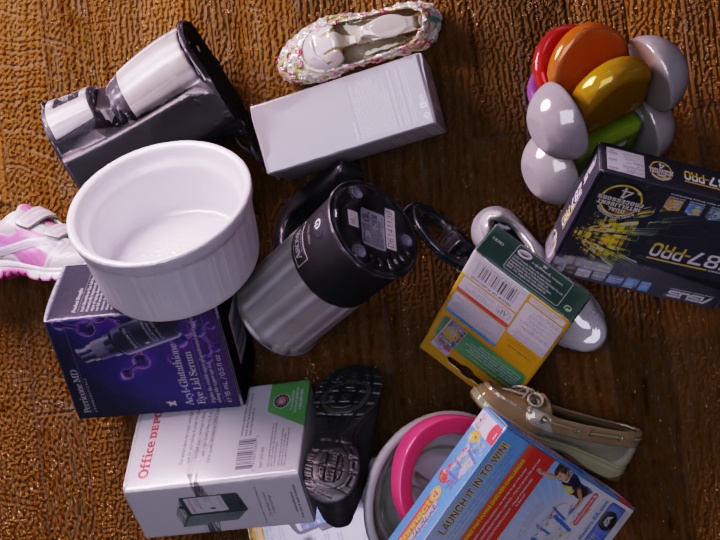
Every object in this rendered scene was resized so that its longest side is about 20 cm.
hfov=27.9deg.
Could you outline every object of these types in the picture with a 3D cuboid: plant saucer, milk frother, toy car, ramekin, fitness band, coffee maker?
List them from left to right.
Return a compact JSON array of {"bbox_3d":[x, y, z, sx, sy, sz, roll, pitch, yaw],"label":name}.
[{"bbox_3d":[-0.233,-0.152,1.640,0.199,0.135,0.193,-30,85,9],"label":"coffee maker"},{"bbox_3d":[-0.202,-0.039,1.542,0.199,0.201,0.098,-6,132,10],"label":"ramekin"},{"bbox_3d":[0.000,0.000,1.605,0.199,0.181,0.188,34,135,-19],"label":"milk frother"},{"bbox_3d":[0.087,0.253,1.598,0.199,0.050,0.202,0,90,-24],"label":"plant saucer"},{"bbox_3d":[0.122,0.233,1.570,0.199,0.037,0.145,16,81,-24],"label":"fitness band"},{"bbox_3d":[0.238,-0.180,1.535,0.174,0.200,0.150,-27,62,-13],"label":"toy car"}]

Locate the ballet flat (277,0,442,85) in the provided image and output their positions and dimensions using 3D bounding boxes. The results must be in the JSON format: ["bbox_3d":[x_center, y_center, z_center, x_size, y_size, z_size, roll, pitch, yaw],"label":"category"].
[{"bbox_3d":[-0.006,-0.263,1.635,0.199,0.064,0.076,-18,88,10],"label":"ballet flat"}]

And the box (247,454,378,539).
[{"bbox_3d":[-0.029,0.281,1.650,0.198,0.041,0.120,-12,88,7],"label":"box"}]

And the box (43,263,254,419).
[{"bbox_3d":[-0.232,0.073,1.620,0.198,0.105,0.149,-7,126,9],"label":"box"}]

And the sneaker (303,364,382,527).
[{"bbox_3d":[-0.019,0.192,1.601,0.075,0.091,0.201,6,47,14],"label":"sneaker"}]

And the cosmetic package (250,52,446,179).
[{"bbox_3d":[-0.012,-0.168,1.615,0.198,0.107,0.091,-13,88,8],"label":"cosmetic package"}]

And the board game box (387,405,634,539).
[{"bbox_3d":[0.152,0.275,1.517,0.195,0.056,0.201,34,95,-26],"label":"board game box"}]

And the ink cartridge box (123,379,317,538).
[{"bbox_3d":[-0.148,0.208,1.612,0.198,0.146,0.084,-7,129,11],"label":"ink cartridge box"}]

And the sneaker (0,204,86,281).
[{"bbox_3d":[-0.373,-0.033,1.691,0.198,0.081,0.089,0,91,9],"label":"sneaker"}]

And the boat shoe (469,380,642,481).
[{"bbox_3d":[0.211,0.160,1.566,0.200,0.073,0.063,28,99,-13],"label":"boat shoe"}]

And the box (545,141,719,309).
[{"bbox_3d":[0.311,-0.044,1.510,0.198,0.162,0.049,13,50,-9],"label":"box"}]

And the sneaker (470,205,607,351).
[{"bbox_3d":[0.192,0.013,1.586,0.075,0.087,0.200,-45,84,3],"label":"sneaker"}]

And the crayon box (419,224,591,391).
[{"bbox_3d":[0.152,0.055,1.570,0.125,0.200,0.052,37,54,8],"label":"crayon box"}]
